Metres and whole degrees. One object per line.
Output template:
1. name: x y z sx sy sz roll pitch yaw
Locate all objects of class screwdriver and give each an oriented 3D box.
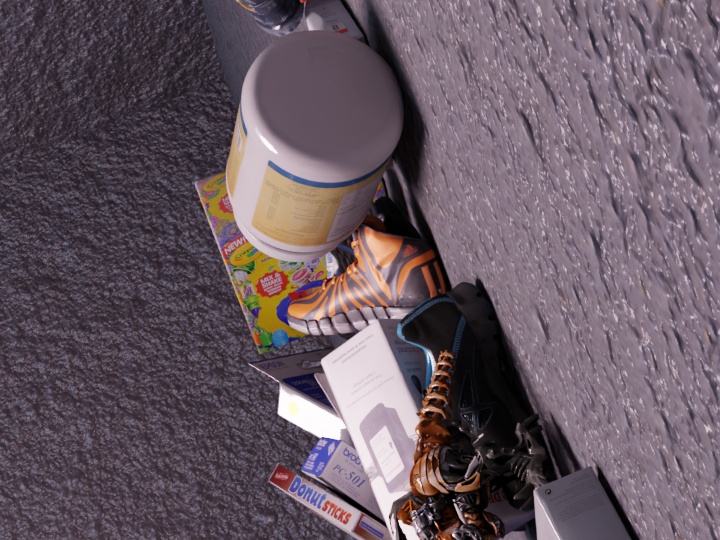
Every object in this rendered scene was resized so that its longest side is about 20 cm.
1. screwdriver: 0.056 -0.007 1.296 0.201 0.027 0.029 62 142 42

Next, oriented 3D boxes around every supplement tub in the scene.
1. supplement tub: -0.048 -0.106 1.135 0.201 0.143 0.146 116 134 -62

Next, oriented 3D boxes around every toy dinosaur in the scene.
1. toy dinosaur: 0.084 0.169 0.985 0.102 0.133 0.204 -34 -66 -80

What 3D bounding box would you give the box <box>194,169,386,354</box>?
1. box: -0.067 -0.038 1.470 0.194 0.197 0.123 74 172 -46

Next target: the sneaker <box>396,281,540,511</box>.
1. sneaker: 0.096 0.116 1.065 0.073 0.081 0.203 148 100 -82

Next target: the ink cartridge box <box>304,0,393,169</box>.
1. ink cartridge box: -0.032 -0.213 1.274 0.201 0.049 0.164 -121 12 -47

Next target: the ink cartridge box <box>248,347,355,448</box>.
1. ink cartridge box: -0.004 0.154 1.384 0.198 0.048 0.197 24 -168 25

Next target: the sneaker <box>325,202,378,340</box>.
1. sneaker: -0.001 -0.013 1.341 0.077 0.074 0.203 -80 -9 -56

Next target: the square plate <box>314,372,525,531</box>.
1. square plate: 0.067 0.179 1.259 0.199 0.029 0.199 17 -150 -49

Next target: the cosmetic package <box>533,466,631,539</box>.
1. cosmetic package: 0.183 0.260 0.910 0.201 0.051 0.152 76 173 -53

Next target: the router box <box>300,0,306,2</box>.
1. router box: -0.079 -0.378 1.132 0.181 0.048 0.201 76 172 -49

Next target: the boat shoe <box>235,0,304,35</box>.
1. boat shoe: -0.116 -0.307 1.241 0.091 0.070 0.201 47 -167 -39

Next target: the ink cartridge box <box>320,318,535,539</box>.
1. ink cartridge box: 0.068 0.152 1.130 0.144 0.084 0.202 4 -122 -52

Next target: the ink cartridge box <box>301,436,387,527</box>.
1. ink cartridge box: 0.039 0.240 1.239 0.199 0.045 0.094 36 168 -9

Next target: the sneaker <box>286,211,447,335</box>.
1. sneaker: 0.000 0.000 1.265 0.077 0.197 0.114 -27 -75 -54

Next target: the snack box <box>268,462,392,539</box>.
1. snack box: -0.023 0.239 1.228 0.072 0.025 0.199 36 169 -25
